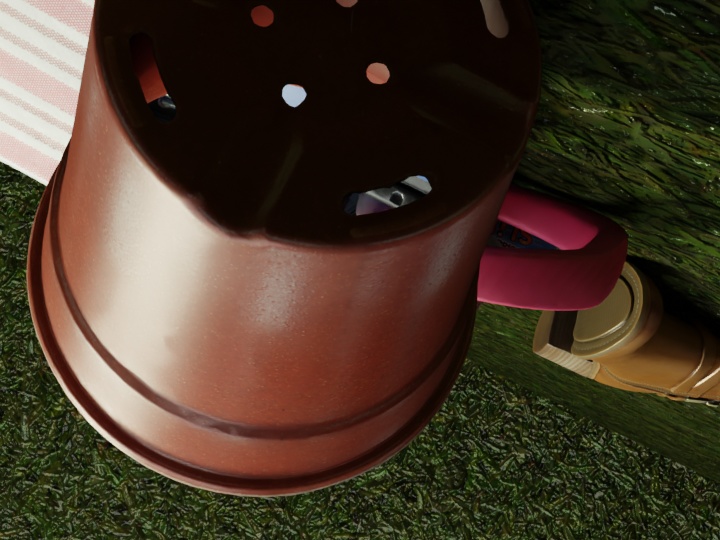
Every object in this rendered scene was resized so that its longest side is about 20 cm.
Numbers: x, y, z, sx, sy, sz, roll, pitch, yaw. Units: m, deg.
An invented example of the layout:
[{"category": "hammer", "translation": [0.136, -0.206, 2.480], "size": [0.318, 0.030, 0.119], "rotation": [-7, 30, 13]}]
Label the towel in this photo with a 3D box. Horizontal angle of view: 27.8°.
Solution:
[{"category": "towel", "translation": [-0.166, -0.127, 0.696], "size": [0.145, 0.030, 0.200], "rotation": [30, 137, -4]}]

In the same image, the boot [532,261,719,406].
[{"category": "boot", "translation": [0.223, 0.050, 1.042], "size": [0.153, 0.075, 0.200], "rotation": [17, 171, -6]}]

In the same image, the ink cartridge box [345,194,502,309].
[{"category": "ink cartridge box", "translation": [0.000, 0.000, 0.914], "size": [0.145, 0.084, 0.200], "rotation": [40, -157, 4]}]

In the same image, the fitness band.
[{"category": "fitness band", "translation": [0.076, -0.020, 0.812], "size": [0.142, 0.038, 0.200], "rotation": [14, -166, 14]}]

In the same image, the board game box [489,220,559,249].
[{"category": "board game box", "translation": [0.055, -0.043, 1.069], "size": [0.198, 0.035, 0.135], "rotation": [25, 175, 13]}]

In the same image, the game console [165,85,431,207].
[{"category": "game console", "translation": [-0.014, -0.118, 0.734], "size": [0.198, 0.119, 0.171], "rotation": [27, -153, 4]}]

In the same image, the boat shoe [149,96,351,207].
[{"category": "boat shoe", "translation": [-0.097, -0.073, 0.789], "size": [0.198, 0.061, 0.076], "rotation": [28, 170, -1]}]

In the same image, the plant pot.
[{"category": "plant pot", "translation": [-0.027, -0.039, 0.548], "size": [0.199, 0.202, 0.196], "rotation": [26, 155, 0]}]
